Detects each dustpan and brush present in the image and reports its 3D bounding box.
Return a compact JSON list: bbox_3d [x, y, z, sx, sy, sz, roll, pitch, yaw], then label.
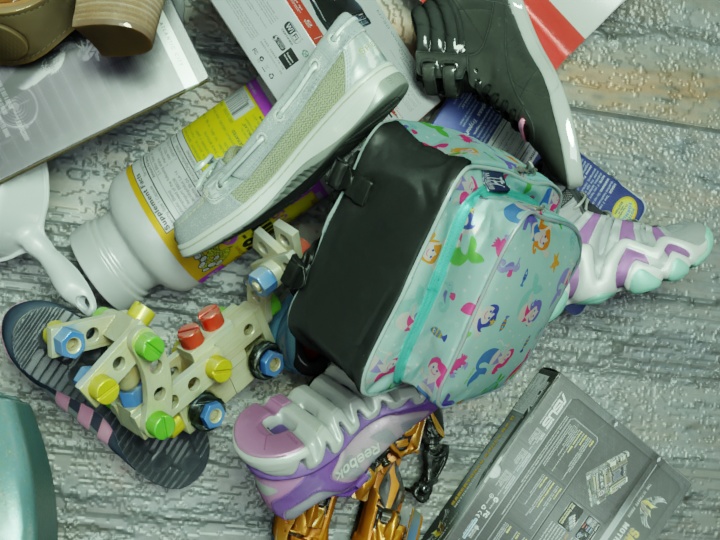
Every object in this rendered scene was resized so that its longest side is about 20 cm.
[{"bbox_3d":[-0.262,-0.042,0.760,0.140,0.057,0.201,-48,66,18],"label":"dustpan and brush"}]

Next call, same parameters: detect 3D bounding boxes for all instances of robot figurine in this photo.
[{"bbox_3d":[-0.003,0.179,0.840,0.143,0.058,0.204,16,88,-12],"label":"robot figurine"}]

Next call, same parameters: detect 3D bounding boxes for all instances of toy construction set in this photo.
[{"bbox_3d":[-0.117,0.046,0.750,0.198,0.092,0.133,-31,123,-17],"label":"toy construction set"}]

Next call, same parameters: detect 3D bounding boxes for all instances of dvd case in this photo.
[{"bbox_3d":[-0.226,-0.158,0.725,0.198,0.016,0.151,-28,93,-9],"label":"dvd case"}]

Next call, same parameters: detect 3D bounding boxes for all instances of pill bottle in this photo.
[{"bbox_3d":[-0.119,-0.055,0.787,0.198,0.104,0.105,-34,96,2],"label":"pill bottle"}]

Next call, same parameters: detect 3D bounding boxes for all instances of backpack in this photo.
[{"bbox_3d":[0.064,-0.004,0.723,0.149,0.199,0.180,31,106,22],"label":"backpack"}]

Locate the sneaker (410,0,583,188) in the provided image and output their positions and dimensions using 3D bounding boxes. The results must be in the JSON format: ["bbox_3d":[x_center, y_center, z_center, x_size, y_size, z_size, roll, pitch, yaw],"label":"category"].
[{"bbox_3d":[0.100,-0.138,0.800,0.098,0.071,0.203,-22,71,3],"label":"sneaker"}]

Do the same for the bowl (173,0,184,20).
[{"bbox_3d":[-0.232,-0.217,0.779,0.197,0.090,0.205,0,90,-10],"label":"bowl"}]

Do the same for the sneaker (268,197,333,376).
[{"bbox_3d":[0.000,0.000,0.810,0.078,0.090,0.202,27,95,-18],"label":"sneaker"}]

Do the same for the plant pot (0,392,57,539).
[{"bbox_3d":[-0.307,0.183,0.720,0.192,0.196,0.204,7,81,-11],"label":"plant pot"}]

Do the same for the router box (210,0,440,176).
[{"bbox_3d":[-0.031,-0.181,0.775,0.048,0.180,0.201,-31,98,25],"label":"router box"}]

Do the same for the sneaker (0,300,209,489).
[{"bbox_3d":[-0.197,0.091,0.804,0.070,0.082,0.201,-48,120,-18],"label":"sneaker"}]

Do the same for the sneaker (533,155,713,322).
[{"bbox_3d":[0.182,-0.045,0.833,0.197,0.078,0.142,-18,94,-10],"label":"sneaker"}]

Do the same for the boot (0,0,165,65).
[{"bbox_3d":[-0.213,-0.223,0.691,0.196,0.074,0.158,4,74,5],"label":"boot"}]

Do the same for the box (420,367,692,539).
[{"bbox_3d":[0.163,0.211,0.877,0.158,0.048,0.201,37,84,-9],"label":"box"}]

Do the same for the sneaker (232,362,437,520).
[{"bbox_3d":[-0.005,0.119,0.774,0.198,0.080,0.090,-24,125,-32],"label":"sneaker"}]

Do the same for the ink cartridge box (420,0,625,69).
[{"bbox_3d":[0.148,-0.264,0.859,0.161,0.050,0.201,43,72,-8],"label":"ink cartridge box"}]

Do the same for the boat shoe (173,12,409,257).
[{"bbox_3d":[-0.057,-0.081,0.684,0.201,0.074,0.065,-38,88,29],"label":"boat shoe"}]

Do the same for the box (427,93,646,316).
[{"bbox_3d":[0.135,-0.064,0.879,0.199,0.032,0.122,35,84,-8],"label":"box"}]
